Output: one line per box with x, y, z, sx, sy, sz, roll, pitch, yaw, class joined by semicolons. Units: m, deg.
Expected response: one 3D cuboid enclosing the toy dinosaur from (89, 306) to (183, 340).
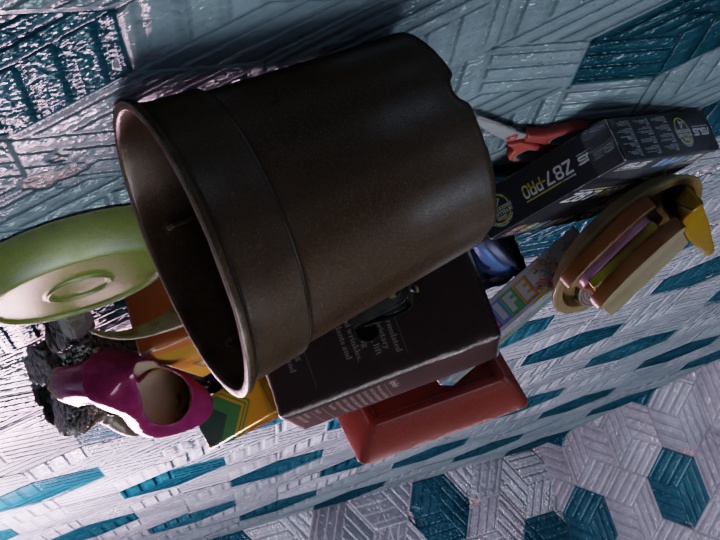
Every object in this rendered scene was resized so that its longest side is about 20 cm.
-0.113;0.025;1.360;0.200;0.101;0.058;-39;155;-10;toy dinosaur

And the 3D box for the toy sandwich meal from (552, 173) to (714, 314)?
0.266;-0.012;1.587;0.204;0.070;0.206;-32;156;-16;toy sandwich meal

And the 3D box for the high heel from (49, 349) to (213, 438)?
-0.175;0.106;1.475;0.095;0.068;0.199;-9;158;34;high heel

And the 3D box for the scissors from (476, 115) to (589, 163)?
0.129;-0.111;1.428;0.073;0.014;0.199;-26;168;35;scissors

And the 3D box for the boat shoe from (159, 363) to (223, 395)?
-0.154;0.087;1.724;0.092;0.075;0.200;-29;174;10;boat shoe

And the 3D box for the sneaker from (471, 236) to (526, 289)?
0.120;-0.016;1.684;0.081;0.075;0.200;-19;166;6;sneaker

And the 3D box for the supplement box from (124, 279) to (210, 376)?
-0.156;0.052;1.563;0.066;0.069;0.200;-20;166;7;supplement box

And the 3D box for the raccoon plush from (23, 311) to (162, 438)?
-0.223;0.080;1.539;0.133;0.097;0.200;-22;169;-30;raccoon plush

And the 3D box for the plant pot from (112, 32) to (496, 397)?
-0.031;-0.052;1.081;0.197;0.202;0.200;-25;169;-17;plant pot

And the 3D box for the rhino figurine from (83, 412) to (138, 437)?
-0.238;0.128;1.702;0.059;0.088;0.200;-25;166;22;rhino figurine

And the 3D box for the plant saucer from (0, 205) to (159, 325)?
-0.227;0.002;1.327;0.198;0.031;0.200;-20;167;-5;plant saucer

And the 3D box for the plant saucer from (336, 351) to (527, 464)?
0.053;0.092;1.801;0.198;0.200;0.037;-18;142;-15;plant saucer

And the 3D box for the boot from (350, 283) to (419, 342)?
0.030;-0.041;1.290;0.077;0.140;0.200;-13;165;-28;boot

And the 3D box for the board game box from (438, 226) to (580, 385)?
0.152;0.039;1.684;0.200;0.034;0.134;-41;172;3;board game box

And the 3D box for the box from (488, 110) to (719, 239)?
0.221;-0.091;1.550;0.161;0.049;0.199;-32;168;35;box

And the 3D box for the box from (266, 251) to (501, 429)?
0.003;0.026;1.454;0.198;0.167;0.164;-20;170;1;box

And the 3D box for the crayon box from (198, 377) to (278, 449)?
-0.075;0.114;1.677;0.126;0.051;0.200;-23;173;-32;crayon box
